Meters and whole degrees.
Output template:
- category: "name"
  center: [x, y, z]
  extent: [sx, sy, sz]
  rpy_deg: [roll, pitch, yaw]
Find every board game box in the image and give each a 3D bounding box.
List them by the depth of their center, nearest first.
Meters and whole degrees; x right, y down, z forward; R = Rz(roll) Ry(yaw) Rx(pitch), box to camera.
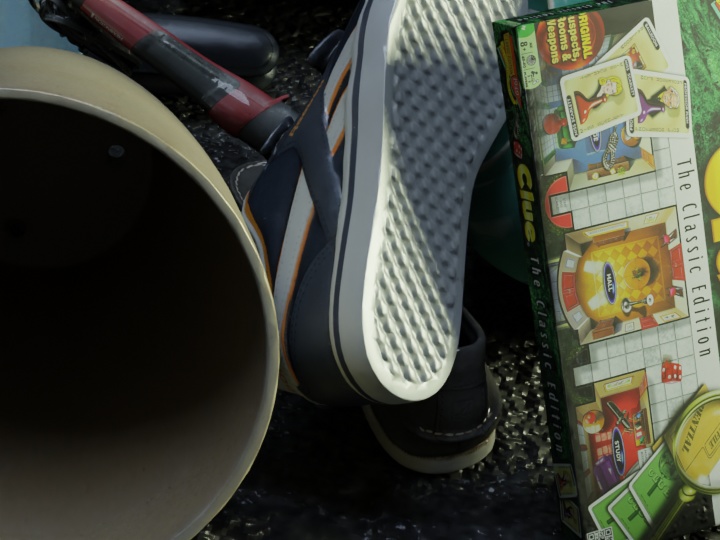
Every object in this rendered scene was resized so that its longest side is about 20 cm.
- category: "board game box"
  center: [0.110, -0.001, 0.932]
  extent: [0.104, 0.202, 0.023]
  rpy_deg: [-15, 14, -24]

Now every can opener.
- category: "can opener"
  center: [-0.136, -0.098, 1.156]
  extent: [0.198, 0.079, 0.063]
  rpy_deg: [0, -2, -10]

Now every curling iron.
- category: "curling iron"
  center: [-0.043, -0.062, 1.009]
  extent: [0.199, 0.026, 0.050]
  rpy_deg: [31, -4, 1]

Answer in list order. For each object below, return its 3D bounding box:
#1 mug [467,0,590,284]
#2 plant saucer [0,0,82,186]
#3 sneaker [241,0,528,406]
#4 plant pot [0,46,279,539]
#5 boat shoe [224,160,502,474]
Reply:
- category: "mug"
  center: [0.092, -0.055, 1.025]
  extent: [0.114, 0.185, 0.153]
  rpy_deg: [17, 48, -26]
- category: "plant saucer"
  center: [-0.204, -0.106, 1.096]
  extent: [0.199, 0.039, 0.203]
  rpy_deg: [-3, 78, 13]
- category: "sneaker"
  center: [0.003, -0.046, 0.949]
  extent: [0.079, 0.078, 0.201]
  rpy_deg: [-8, 60, 44]
- category: "plant pot"
  center: [-0.124, -0.009, 0.949]
  extent: [0.186, 0.189, 0.200]
  rpy_deg: [2, 22, -3]
- category: "boat shoe"
  center: [0.000, 0.000, 1.027]
  extent: [0.066, 0.057, 0.200]
  rpy_deg: [-15, 41, -23]
